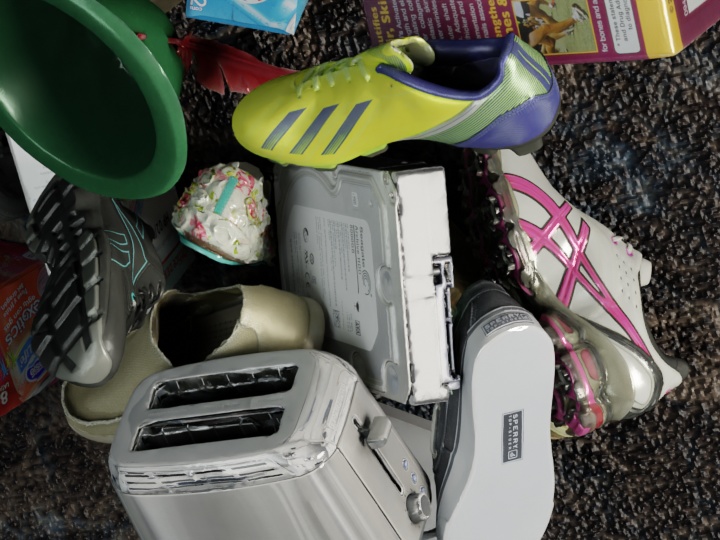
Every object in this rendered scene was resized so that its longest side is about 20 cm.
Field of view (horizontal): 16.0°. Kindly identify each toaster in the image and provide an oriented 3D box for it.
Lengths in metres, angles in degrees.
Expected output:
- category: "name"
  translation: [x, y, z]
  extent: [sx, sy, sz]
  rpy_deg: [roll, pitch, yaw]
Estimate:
- category: "toaster"
  translation: [-0.063, 0.126, 1.537]
  extent: [0.200, 0.114, 0.129]
  rpy_deg: [-8, 128, 24]

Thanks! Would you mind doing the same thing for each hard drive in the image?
- category: "hard drive"
  translation: [0.000, 0.000, 1.560]
  extent: [0.200, 0.038, 0.140]
  rpy_deg: [-165, 69, -66]

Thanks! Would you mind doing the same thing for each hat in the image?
- category: "hat"
  translation: [-0.126, -0.154, 1.539]
  extent: [0.165, 0.176, 0.200]
  rpy_deg: [22, 144, 24]

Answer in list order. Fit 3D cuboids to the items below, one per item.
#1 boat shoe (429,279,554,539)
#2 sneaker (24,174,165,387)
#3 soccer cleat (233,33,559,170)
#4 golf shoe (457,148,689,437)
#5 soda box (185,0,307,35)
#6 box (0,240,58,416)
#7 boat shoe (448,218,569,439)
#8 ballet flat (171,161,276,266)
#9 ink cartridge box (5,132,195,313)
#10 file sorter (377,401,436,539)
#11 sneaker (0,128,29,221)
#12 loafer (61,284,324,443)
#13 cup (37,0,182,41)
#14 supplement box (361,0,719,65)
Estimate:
- category: "boat shoe"
  translation: [0.073, 0.099, 1.542]
  extent: [0.068, 0.072, 0.200]
  rpy_deg: [-124, 28, -52]
- category: "sneaker"
  translation: [-0.150, 0.007, 1.541]
  extent: [0.079, 0.200, 0.075]
  rpy_deg: [29, 115, -25]
- category: "soccer cleat"
  translation: [0.013, -0.103, 1.432]
  extent: [0.200, 0.065, 0.084]
  rpy_deg: [-2, 144, 27]
- category: "golf shoe"
  translation: [0.125, -0.001, 1.556]
  extent: [0.200, 0.092, 0.073]
  rpy_deg: [66, 161, 13]
- category: "soda box"
  translation: [-0.050, -0.207, 1.484]
  extent: [0.064, 0.200, 0.068]
  rpy_deg: [9, 118, 3]
- category: "box"
  translation: [-0.319, 0.032, 1.847]
  extent: [0.200, 0.095, 0.100]
  rpy_deg: [11, 118, 30]
- category: "boat shoe"
  translation: [0.067, 0.036, 1.608]
  extent: [0.201, 0.073, 0.063]
  rpy_deg: [43, 135, 14]
- category: "ballet flat"
  translation: [-0.080, -0.036, 1.631]
  extent: [0.076, 0.200, 0.064]
  rpy_deg: [24, 89, -4]
- category: "ink cartridge box"
  translation: [-0.166, -0.038, 1.692]
  extent: [0.068, 0.115, 0.200]
  rpy_deg: [-10, 107, 15]
- category: "file sorter"
  translation: [0.012, 0.210, 1.689]
  extent: [0.139, 0.124, 0.200]
  rpy_deg: [19, 121, 27]
- category: "sneaker"
  translation: [-0.248, -0.135, 1.745]
  extent: [0.104, 0.060, 0.200]
  rpy_deg: [-15, 99, 42]
- category: "loafer"
  translation: [-0.116, 0.049, 1.600]
  extent: [0.200, 0.076, 0.068]
  rpy_deg: [-23, 138, 29]
- category: "cup"
  translation: [-0.179, -0.218, 1.598]
  extent: [0.143, 0.200, 0.201]
  rpy_deg: [-3, 111, 9]
- category: "supplement box"
  translation: [0.100, -0.191, 1.456]
  extent: [0.200, 0.103, 0.131]
  rpy_deg: [1, 114, 33]
